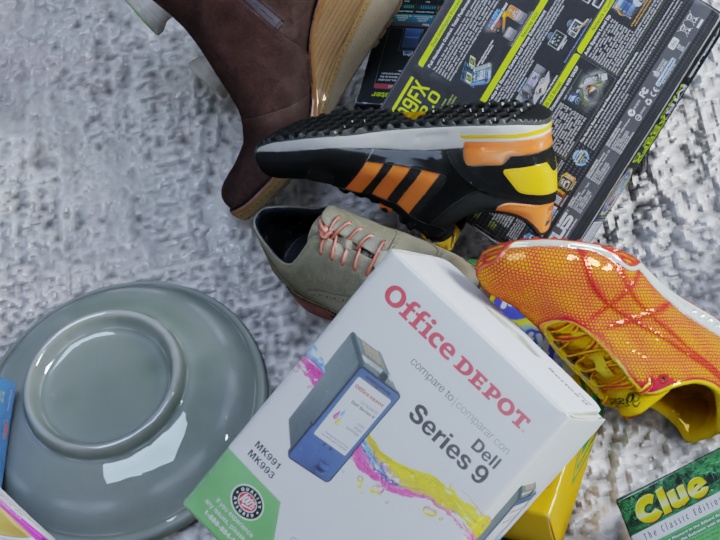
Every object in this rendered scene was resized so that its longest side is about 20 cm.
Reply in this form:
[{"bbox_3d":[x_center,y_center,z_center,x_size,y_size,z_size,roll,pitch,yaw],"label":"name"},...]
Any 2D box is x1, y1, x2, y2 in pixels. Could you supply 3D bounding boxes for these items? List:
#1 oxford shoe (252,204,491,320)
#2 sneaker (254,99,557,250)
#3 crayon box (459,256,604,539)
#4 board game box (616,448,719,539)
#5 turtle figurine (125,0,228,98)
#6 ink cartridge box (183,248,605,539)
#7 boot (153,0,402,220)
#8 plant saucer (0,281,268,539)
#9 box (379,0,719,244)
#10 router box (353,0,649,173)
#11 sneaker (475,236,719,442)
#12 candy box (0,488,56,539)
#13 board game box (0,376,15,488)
[{"bbox_3d":[0.000,0.000,1.341,0.200,0.075,0.071,9,62,51],"label":"oxford shoe"},{"bbox_3d":[0.027,-0.054,1.345,0.199,0.090,0.070,-3,15,22],"label":"sneaker"},{"bbox_3d":[0.079,0.092,1.319,0.125,0.052,0.201,10,60,20],"label":"crayon box"},{"bbox_3d":[0.251,0.133,1.213,0.200,0.023,0.105,-29,58,16],"label":"board game box"},{"bbox_3d":[-0.071,-0.231,1.535,0.194,0.144,0.200,-45,49,1],"label":"turtle figurine"},{"bbox_3d":[0.019,0.108,1.235,0.145,0.087,0.200,44,101,17],"label":"ink cartridge box"},{"bbox_3d":[-0.086,-0.152,1.435,0.166,0.072,0.200,30,102,-10],"label":"boot"},{"bbox_3d":[-0.160,0.082,1.386,0.199,0.050,0.201,-6,56,9],"label":"plant saucer"},{"bbox_3d":[0.116,-0.119,1.375,0.160,0.044,0.200,33,101,13],"label":"box"},{"bbox_3d":[0.109,-0.149,1.467,0.199,0.062,0.150,5,58,17],"label":"router box"},{"bbox_3d":[0.151,0.040,1.261,0.073,0.200,0.077,-28,41,50],"label":"sneaker"},{"bbox_3d":[-0.292,0.202,1.291,0.136,0.061,0.200,38,86,22],"label":"candy box"},{"bbox_3d":[-0.327,0.139,1.371,0.199,0.037,0.152,1,76,16],"label":"board game box"}]
